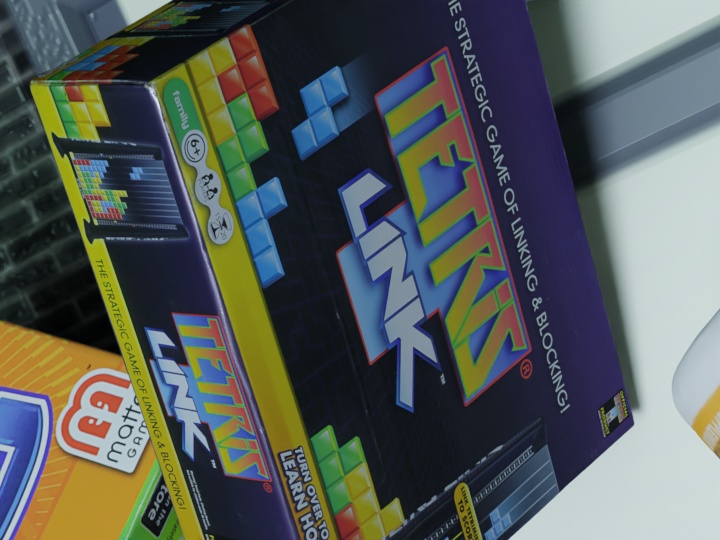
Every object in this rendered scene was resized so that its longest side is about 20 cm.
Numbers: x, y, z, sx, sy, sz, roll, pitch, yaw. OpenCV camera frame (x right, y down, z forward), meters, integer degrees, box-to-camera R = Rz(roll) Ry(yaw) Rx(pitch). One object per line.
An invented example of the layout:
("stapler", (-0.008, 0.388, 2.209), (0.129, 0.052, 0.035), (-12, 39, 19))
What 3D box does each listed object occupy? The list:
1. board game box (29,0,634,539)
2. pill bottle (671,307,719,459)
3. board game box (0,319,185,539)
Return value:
("board game box", (0.000, 0.000, 0.810), (0.057, 0.165, 0.201), (4, 120, 42))
("pill bottle", (0.196, 0.067, 0.762), (0.200, 0.116, 0.116), (47, 122, 14))
("board game box", (-0.138, 0.141, 0.895), (0.199, 0.200, 0.201), (14, 69, 29))
